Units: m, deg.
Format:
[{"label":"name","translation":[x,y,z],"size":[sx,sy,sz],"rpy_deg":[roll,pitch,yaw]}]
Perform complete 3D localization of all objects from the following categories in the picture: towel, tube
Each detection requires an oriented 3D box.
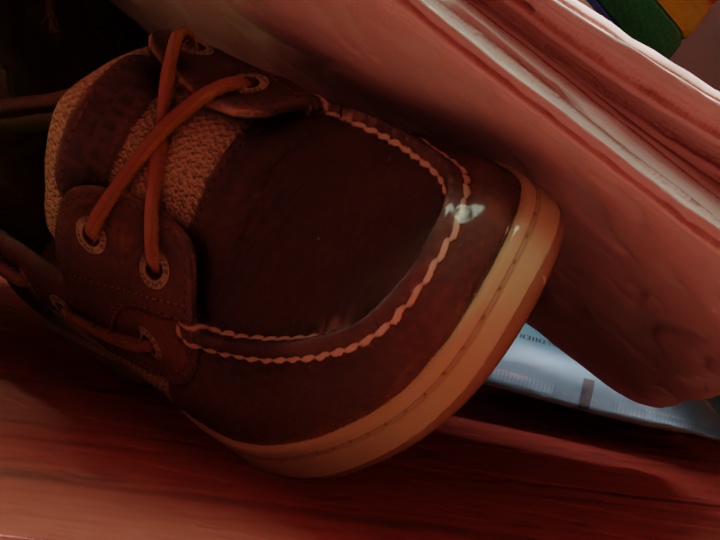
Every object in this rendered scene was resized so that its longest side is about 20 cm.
[{"label":"towel","translation":[0.016,-0.040,0.596],"size":[0.191,0.032,0.200],"rpy_deg":[38,-7,1]},{"label":"tube","translation":[0.066,0.013,0.805],"size":[0.077,0.051,0.200],"rpy_deg":[9,12,2]}]

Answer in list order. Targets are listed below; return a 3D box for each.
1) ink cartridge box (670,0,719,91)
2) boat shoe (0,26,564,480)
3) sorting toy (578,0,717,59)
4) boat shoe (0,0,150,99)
[{"label":"ink cartridge box","translation":[0.182,-0.024,0.798],"size":[0.147,0.086,0.200],"rpy_deg":[-12,-21,32]},{"label":"boat shoe","translation":[-0.036,-0.011,0.575],"size":[0.072,0.072,0.200],"rpy_deg":[36,-10,-27]},{"label":"sorting toy","translation":[-0.019,-0.111,0.697],"size":[0.199,0.070,0.200],"rpy_deg":[46,-17,-25]},{"label":"boat shoe","translation":[-0.097,-0.048,0.698],"size":[0.067,0.072,0.200],"rpy_deg":[-11,-29,18]}]
